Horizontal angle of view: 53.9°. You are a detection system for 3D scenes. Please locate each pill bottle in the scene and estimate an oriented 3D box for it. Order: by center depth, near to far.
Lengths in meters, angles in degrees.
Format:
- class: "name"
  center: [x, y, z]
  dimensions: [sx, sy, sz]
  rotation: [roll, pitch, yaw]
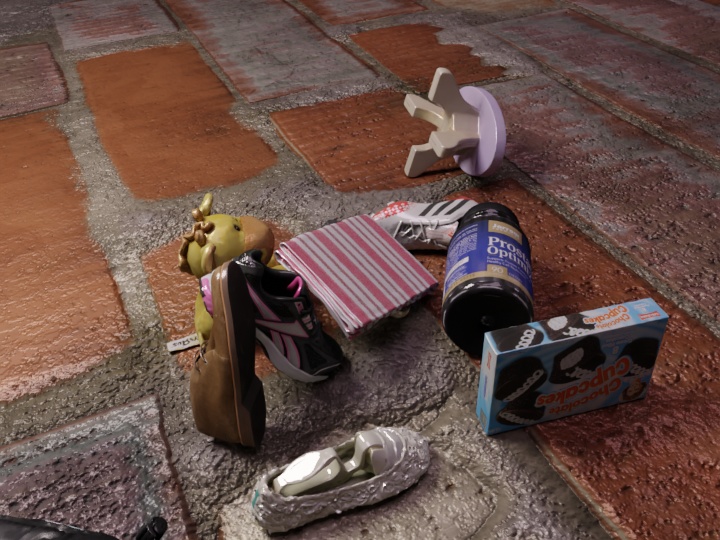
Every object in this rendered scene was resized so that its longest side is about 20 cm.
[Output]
- class: "pill bottle"
  center: [0.162, 0.002, 0.896]
  dimensions: [0.109, 0.114, 0.202]
  rotation: [4, 37, 8]

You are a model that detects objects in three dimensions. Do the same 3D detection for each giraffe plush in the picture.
- class: "giraffe plush"
  center: [-0.158, -0.003, 0.870]
  dimensions: [0.197, 0.165, 0.171]
  rotation: [-27, 44, -31]

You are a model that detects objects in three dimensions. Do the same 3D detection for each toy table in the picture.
- class: "toy table"
  center: [0.150, -0.237, 1.181]
  dimensions: [0.114, 0.188, 0.201]
  rotation: [4, 24, -21]

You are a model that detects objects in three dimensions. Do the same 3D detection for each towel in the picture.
- class: "towel"
  center: [0.000, 0.000, 0.889]
  dimensions: [0.146, 0.030, 0.198]
  rotation: [46, 35, 16]

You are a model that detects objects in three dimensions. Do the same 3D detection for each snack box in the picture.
- class: "snack box"
  center: [0.223, 0.103, 0.757]
  dimensions: [0.195, 0.119, 0.037]
  rotation: [-11, 37, -11]

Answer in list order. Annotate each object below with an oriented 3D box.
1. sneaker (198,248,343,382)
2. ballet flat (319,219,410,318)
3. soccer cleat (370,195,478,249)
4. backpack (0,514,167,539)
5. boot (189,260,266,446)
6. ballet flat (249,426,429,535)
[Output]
- class: "sneaker"
  center: [-0.080, 0.051, 0.785]
  dimensions: [0.086, 0.199, 0.081]
  rotation: [-37, 41, 19]
- class: "ballet flat"
  center: [0.003, 0.002, 0.969]
  dimensions: [0.065, 0.058, 0.200]
  rotation: [-1, 36, -40]
- class: "soccer cleat"
  center: [0.097, -0.061, 1.022]
  dimensions: [0.195, 0.070, 0.085]
  rotation: [-11, 33, -20]
- class: "backpack"
  center: [-0.247, 0.274, 0.541]
  dimensions: [0.195, 0.130, 0.167]
  rotation: [8, 26, 14]
- class: "boot"
  center: [-0.144, 0.088, 0.722]
  dimensions: [0.073, 0.205, 0.074]
  rotation: [3, 22, 10]
- class: "ballet flat"
  center: [-0.013, 0.194, 0.689]
  dimensions: [0.196, 0.073, 0.072]
  rotation: [-18, 39, -22]
